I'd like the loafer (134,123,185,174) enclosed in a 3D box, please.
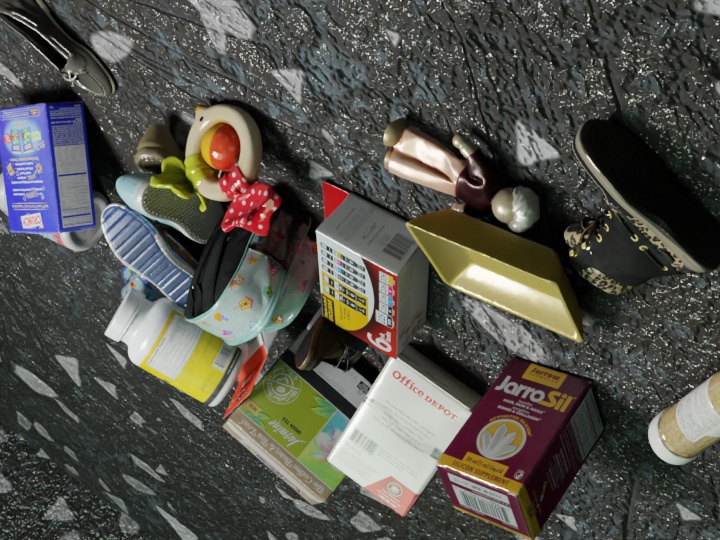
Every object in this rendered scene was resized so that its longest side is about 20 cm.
[{"bbox_3d":[-0.286,-0.155,1.730,0.075,0.068,0.200,12,164,-1],"label":"loafer"}]

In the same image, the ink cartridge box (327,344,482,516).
[{"bbox_3d":[0.067,0.233,1.722,0.146,0.083,0.201,35,109,10],"label":"ink cartridge box"}]

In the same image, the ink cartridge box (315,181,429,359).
[{"bbox_3d":[0.000,0.000,1.590,0.175,0.084,0.201,29,149,21],"label":"ink cartridge box"}]

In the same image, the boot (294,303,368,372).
[{"bbox_3d":[-0.033,0.108,1.706,0.097,0.200,0.075,33,113,-5],"label":"boot"}]

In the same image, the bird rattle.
[{"bbox_3d":[-0.187,-0.140,1.565,0.199,0.112,0.164,20,104,45],"label":"bird rattle"}]

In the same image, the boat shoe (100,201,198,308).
[{"bbox_3d":[-0.304,-0.028,1.727,0.072,0.072,0.200,-35,110,14],"label":"boat shoe"}]

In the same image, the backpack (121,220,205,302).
[{"bbox_3d":[-0.295,0.016,1.872,0.183,0.148,0.200,36,156,-13],"label":"backpack"}]

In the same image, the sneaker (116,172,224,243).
[{"bbox_3d":[-0.274,-0.100,1.696,0.082,0.074,0.200,27,176,33],"label":"sneaker"}]

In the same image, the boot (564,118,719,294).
[{"bbox_3d":[0.265,-0.057,1.225,0.200,0.073,0.150,40,151,-11],"label":"boot"}]

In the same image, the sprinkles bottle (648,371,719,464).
[{"bbox_3d":[0.407,0.164,1.357,0.068,0.068,0.200,37,150,5],"label":"sprinkles bottle"}]

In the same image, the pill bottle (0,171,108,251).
[{"bbox_3d":[-0.540,-0.114,2.032,0.199,0.109,0.109,22,146,30],"label":"pill bottle"}]

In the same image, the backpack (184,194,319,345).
[{"bbox_3d":[-0.156,0.010,1.664,0.153,0.201,0.175,39,151,-20],"label":"backpack"}]

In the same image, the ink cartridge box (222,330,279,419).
[{"bbox_3d":[-0.170,0.116,1.824,0.057,0.201,0.163,33,151,-7],"label":"ink cartridge box"}]

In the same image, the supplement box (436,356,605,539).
[{"bbox_3d":[0.213,0.231,1.535,0.130,0.200,0.104,14,141,37],"label":"supplement box"}]

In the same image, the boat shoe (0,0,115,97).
[{"bbox_3d":[-0.444,-0.319,1.698,0.200,0.057,0.067,48,150,-12],"label":"boat shoe"}]

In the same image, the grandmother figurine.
[{"bbox_3d":[0.119,-0.101,1.346,0.199,0.061,0.122,29,158,24],"label":"grandmother figurine"}]

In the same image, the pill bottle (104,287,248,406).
[{"bbox_3d":[-0.276,0.110,1.753,0.199,0.113,0.112,31,152,-11],"label":"pill bottle"}]

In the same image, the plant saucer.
[{"bbox_3d":[0.170,-0.002,1.381,0.199,0.049,0.200,23,167,26],"label":"plant saucer"}]

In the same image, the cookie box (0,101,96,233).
[{"bbox_3d":[-0.503,-0.163,1.866,0.170,0.075,0.202,4,101,47],"label":"cookie box"}]

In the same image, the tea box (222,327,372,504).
[{"bbox_3d":[-0.081,0.235,1.866,0.200,0.197,0.134,40,164,0],"label":"tea box"}]
